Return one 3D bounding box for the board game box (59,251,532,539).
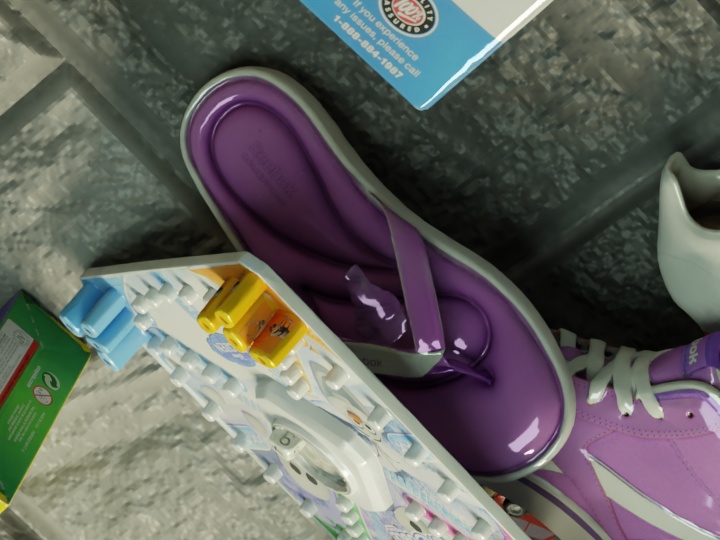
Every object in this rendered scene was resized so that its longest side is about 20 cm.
[{"bbox_3d":[-0.019,0.074,1.041,0.200,0.026,0.200,47,161,-15],"label":"board game box"}]

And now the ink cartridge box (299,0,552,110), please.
[{"bbox_3d":[0.043,-0.177,0.907,0.145,0.084,0.200,42,123,-14],"label":"ink cartridge box"}]

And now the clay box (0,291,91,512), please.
[{"bbox_3d":[-0.205,0.106,1.130,0.048,0.115,0.200,42,121,-12],"label":"clay box"}]

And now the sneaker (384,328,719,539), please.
[{"bbox_3d":[0.091,0.042,1.026,0.200,0.073,0.114,35,129,3],"label":"sneaker"}]

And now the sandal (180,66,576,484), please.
[{"bbox_3d":[-0.005,0.006,1.005,0.203,0.050,0.083,45,107,17],"label":"sandal"}]

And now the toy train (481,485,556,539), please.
[{"bbox_3d":[0.076,0.090,1.099,0.199,0.034,0.046,22,137,-1],"label":"toy train"}]

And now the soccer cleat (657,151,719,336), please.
[{"bbox_3d":[0.206,-0.015,0.977,0.199,0.069,0.078,-4,127,20],"label":"soccer cleat"}]
